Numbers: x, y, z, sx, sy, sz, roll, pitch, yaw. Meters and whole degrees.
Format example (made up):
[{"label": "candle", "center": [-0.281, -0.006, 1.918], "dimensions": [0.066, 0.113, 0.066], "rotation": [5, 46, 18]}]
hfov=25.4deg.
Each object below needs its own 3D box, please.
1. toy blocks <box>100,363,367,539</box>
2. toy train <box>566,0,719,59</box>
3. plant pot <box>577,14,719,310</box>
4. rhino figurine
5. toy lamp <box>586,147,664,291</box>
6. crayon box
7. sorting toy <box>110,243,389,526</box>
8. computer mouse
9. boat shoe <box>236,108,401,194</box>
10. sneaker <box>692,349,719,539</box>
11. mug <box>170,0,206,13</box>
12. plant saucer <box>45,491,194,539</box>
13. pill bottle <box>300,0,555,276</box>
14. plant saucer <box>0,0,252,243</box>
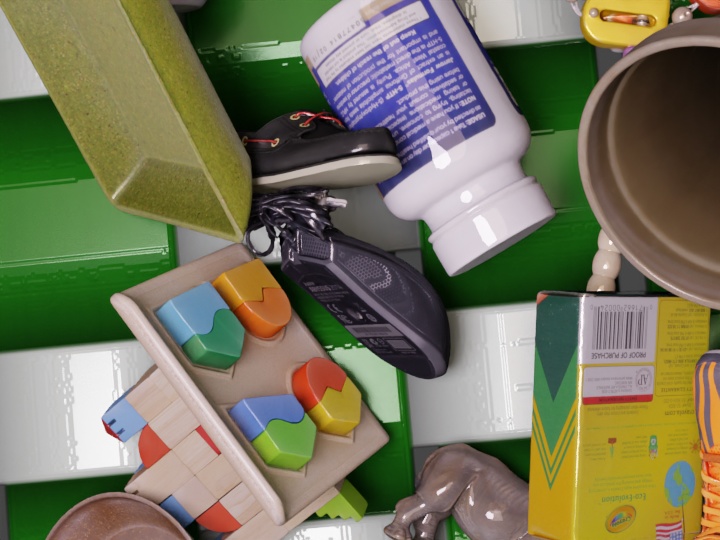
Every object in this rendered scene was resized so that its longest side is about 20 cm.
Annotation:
[{"label": "toy blocks", "center": [-0.109, 0.134, 1.158], "dimensions": [0.136, 0.100, 0.200], "rotation": [-39, 98, 19]}, {"label": "toy train", "center": [0.200, -0.233, 1.181], "dimensions": [0.199, 0.056, 0.151], "rotation": [34, 88, 2]}, {"label": "plant pot", "center": [0.271, -0.102, 1.091], "dimensions": [0.200, 0.200, 0.174], "rotation": [39, 46, 5]}, {"label": "rhino figurine", "center": [0.121, 0.195, 1.151], "dimensions": [0.199, 0.060, 0.088], "rotation": [26, 77, 2]}, {"label": "toy lamp", "center": [0.175, 0.009, 1.164], "dimensions": [0.058, 0.058, 0.202], "rotation": [15, 84, 5]}, {"label": "crayon box", "center": [0.179, 0.115, 1.109], "dimensions": [0.126, 0.051, 0.202], "rotation": [2, 91, -35]}, {"label": "sorting toy", "center": [-0.066, 0.067, 1.104], "dimensions": [0.036, 0.200, 0.186], "rotation": [-40, 84, 23]}, {"label": "computer mouse", "center": [0.000, 0.000, 1.136], "dimensions": [0.200, 0.138, 0.053], "rotation": [44, 67, -25]}, {"label": "boat shoe", "center": [-0.042, -0.083, 1.123], "dimensions": [0.073, 0.201, 0.064], "rotation": [4, 86, -33]}, {"label": "sneaker", "center": [0.255, 0.160, 1.085], "dimensions": [0.112, 0.077, 0.201], "rotation": [-39, 116, -33]}, {"label": "mug", "center": [-0.170, -0.268, 1.183], "dimensions": [0.148, 0.186, 0.155], "rotation": [-6, 95, -29]}, {"label": "plant saucer", "center": [-0.161, 0.259, 1.142], "dimensions": [0.199, 0.037, 0.203], "rotation": [-3, 85, 36]}, {"label": "pill bottle", "center": [0.053, -0.104, 1.147], "dimensions": [0.119, 0.120, 0.201], "rotation": [-29, 84, 1]}, {"label": "plant saucer", "center": [-0.156, -0.126, 1.107], "dimensions": [0.048, 0.199, 0.201], "rotation": [-38, 118, -24]}]
